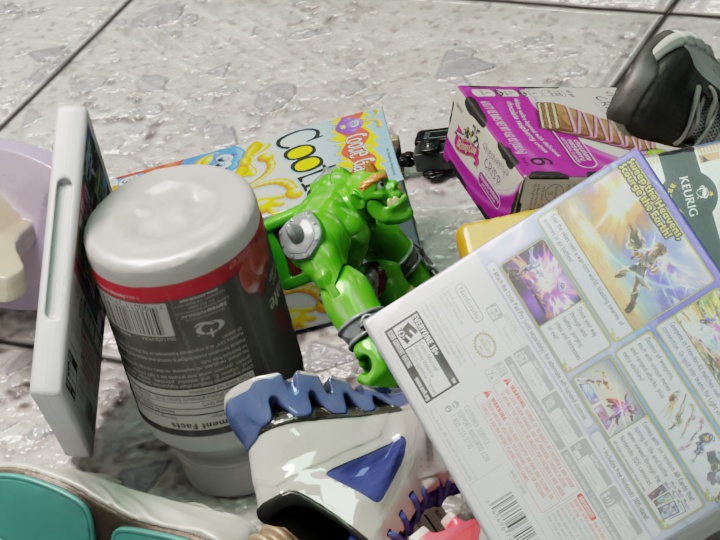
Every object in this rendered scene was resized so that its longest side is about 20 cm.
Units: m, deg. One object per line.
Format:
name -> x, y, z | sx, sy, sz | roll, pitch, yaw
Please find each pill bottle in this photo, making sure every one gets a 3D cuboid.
pill bottle -> -0.097, 0.043, 1.464 | 0.110, 0.200, 0.111 | -9, 36, 7

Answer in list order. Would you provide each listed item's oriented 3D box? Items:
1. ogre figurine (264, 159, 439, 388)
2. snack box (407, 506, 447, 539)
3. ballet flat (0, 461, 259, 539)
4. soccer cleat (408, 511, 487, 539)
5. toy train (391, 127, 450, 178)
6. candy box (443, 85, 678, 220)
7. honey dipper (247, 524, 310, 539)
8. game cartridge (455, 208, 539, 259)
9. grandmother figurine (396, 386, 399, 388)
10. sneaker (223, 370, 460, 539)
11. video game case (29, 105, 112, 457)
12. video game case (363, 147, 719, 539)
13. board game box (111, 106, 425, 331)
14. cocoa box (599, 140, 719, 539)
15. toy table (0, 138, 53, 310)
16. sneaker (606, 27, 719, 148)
ogre figurine -> 0.000, 0.000, 1.476 | 0.098, 0.120, 0.200 | -30, 11, 36
snack box -> 0.026, 0.206, 1.333 | 0.116, 0.037, 0.200 | -22, 35, -11
ballet flat -> -0.148, 0.159, 1.452 | 0.200, 0.070, 0.069 | 13, 43, 28
soccer cleat -> 0.103, 0.155, 1.316 | 0.200, 0.067, 0.077 | -22, 67, -39
toy train -> -0.001, -0.087, 1.757 | 0.200, 0.034, 0.046 | -4, 33, 14
candy box -> 0.174, -0.071, 1.590 | 0.200, 0.061, 0.136 | 0, 31, -20
honey dipper -> 0.003, 0.134, 1.387 | 0.200, 0.038, 0.038 | -32, 38, -32
game cartridge -> 0.164, 0.042, 1.449 | 0.176, 0.032, 0.200 | -12, 57, -1
grandmother figurine -> 0.067, 0.059, 1.514 | 0.200, 0.061, 0.121 | -37, 18, -24
sneaker -> 0.022, 0.125, 1.338 | 0.199, 0.081, 0.115 | 1, 64, -14
video game case -> -0.182, 0.012, 1.485 | 0.023, 0.200, 0.183 | 3, 75, 0
video game case -> 0.127, 0.064, 1.258 | 0.181, 0.045, 0.200 | -33, 66, 5
board game box -> -0.063, -0.024, 1.631 | 0.200, 0.103, 0.105 | -15, 35, 0
cocoa box -> 0.223, 0.038, 1.345 | 0.131, 0.133, 0.200 | -12, 68, 1
toy table -> -0.284, -0.019, 1.657 | 0.200, 0.184, 0.117 | -5, 18, 34
sneaker -> 0.239, -0.094, 1.485 | 0.115, 0.075, 0.200 | 36, 17, 21
